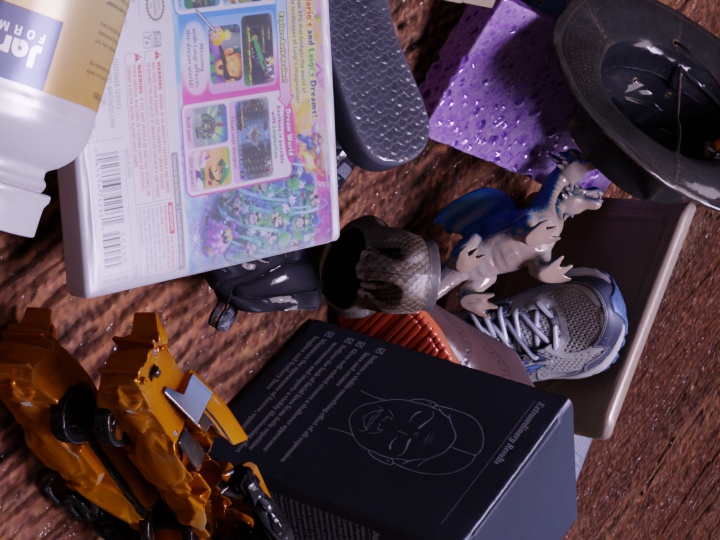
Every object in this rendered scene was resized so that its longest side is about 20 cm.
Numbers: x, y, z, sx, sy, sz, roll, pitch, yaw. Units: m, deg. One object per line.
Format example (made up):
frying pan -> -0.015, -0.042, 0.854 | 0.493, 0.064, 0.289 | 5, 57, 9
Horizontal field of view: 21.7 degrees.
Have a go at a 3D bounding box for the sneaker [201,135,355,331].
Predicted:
sneaker -> -0.038, -0.048, 1.144 | 0.200, 0.075, 0.114 | -42, 139, -36

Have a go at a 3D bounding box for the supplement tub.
supplement tub -> -0.168, -0.126, 0.796 | 0.144, 0.144, 0.201 | 17, 89, -61

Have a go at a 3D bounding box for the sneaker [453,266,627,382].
sneaker -> 0.105, 0.054, 1.343 | 0.085, 0.200, 0.078 | -13, 83, -43

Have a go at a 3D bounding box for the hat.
hat -> 0.202, -0.104, 1.315 | 0.200, 0.201, 0.081 | -41, 176, -45

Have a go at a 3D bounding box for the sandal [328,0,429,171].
sandal -> -0.017, -0.154, 1.100 | 0.076, 0.043, 0.201 | -10, 86, -35

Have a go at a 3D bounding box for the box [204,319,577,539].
box -> 0.018, 0.137, 1.203 | 0.148, 0.199, 0.108 | -46, 141, -40

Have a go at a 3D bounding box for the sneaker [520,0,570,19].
sneaker -> 0.128, -0.181, 1.388 | 0.105, 0.076, 0.201 | -5, 109, -41

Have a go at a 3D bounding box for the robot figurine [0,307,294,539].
robot figurine -> -0.113, 0.101, 1.024 | 0.200, 0.144, 0.058 | 62, 40, -46

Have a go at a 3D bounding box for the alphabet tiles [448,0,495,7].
alphabet tiles -> 0.051, -0.238, 1.071 | 0.199, 0.008, 0.168 | 0, 118, -53

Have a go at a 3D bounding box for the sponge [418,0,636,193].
sponge -> 0.130, -0.122, 1.350 | 0.199, 0.030, 0.112 | 18, 110, -43

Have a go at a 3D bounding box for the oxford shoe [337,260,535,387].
oxford shoe -> 0.061, 0.065, 1.285 | 0.071, 0.200, 0.073 | -40, -179, 39

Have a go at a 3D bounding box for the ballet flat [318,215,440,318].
ballet flat -> 0.000, 0.000, 1.169 | 0.046, 0.200, 0.068 | 2, 93, -16

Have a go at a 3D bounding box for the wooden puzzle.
wooden puzzle -> 0.160, 0.032, 1.421 | 0.037, 0.200, 0.186 | 30, 77, -31

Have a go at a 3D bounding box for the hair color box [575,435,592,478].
hair color box -> 0.124, 0.135, 1.493 | 0.201, 0.099, 0.061 | -67, 152, -12

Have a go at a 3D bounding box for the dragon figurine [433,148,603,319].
dragon figurine -> 0.090, -0.019, 1.334 | 0.100, 0.199, 0.059 | -105, 168, -64

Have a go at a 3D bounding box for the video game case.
video game case -> -0.086, -0.099, 1.004 | 0.181, 0.024, 0.201 | -14, 106, -43
